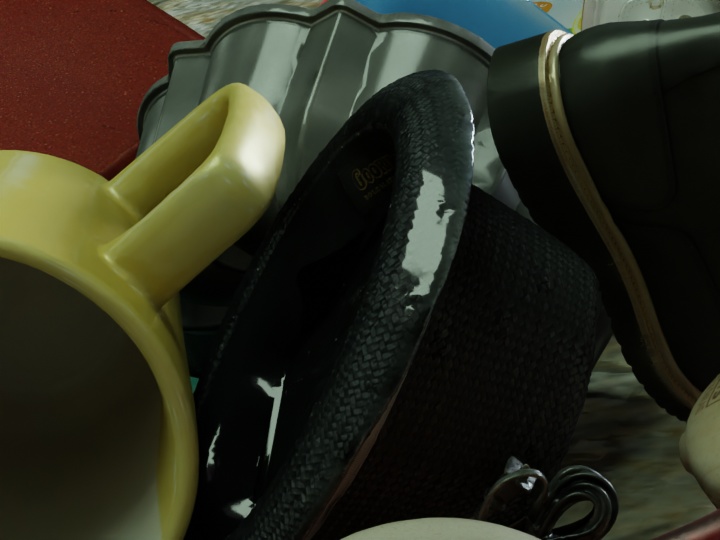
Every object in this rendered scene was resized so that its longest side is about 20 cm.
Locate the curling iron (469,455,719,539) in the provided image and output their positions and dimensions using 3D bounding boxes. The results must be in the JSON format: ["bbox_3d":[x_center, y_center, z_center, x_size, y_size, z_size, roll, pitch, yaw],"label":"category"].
[{"bbox_3d":[0.123,0.060,0.852,0.200,0.050,0.026,-16,10,10],"label":"curling iron"}]

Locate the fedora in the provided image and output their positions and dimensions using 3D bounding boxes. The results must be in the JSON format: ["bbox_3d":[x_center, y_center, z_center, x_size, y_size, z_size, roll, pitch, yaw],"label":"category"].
[{"bbox_3d":[0.013,0.039,0.927,0.201,0.091,0.201,-59,17,30],"label":"fedora"}]

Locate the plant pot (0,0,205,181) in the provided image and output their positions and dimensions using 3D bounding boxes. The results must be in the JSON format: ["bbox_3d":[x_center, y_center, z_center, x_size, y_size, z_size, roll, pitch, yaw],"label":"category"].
[{"bbox_3d":[-0.136,-0.007,1.210,0.176,0.200,0.200,11,37,37],"label":"plant pot"}]

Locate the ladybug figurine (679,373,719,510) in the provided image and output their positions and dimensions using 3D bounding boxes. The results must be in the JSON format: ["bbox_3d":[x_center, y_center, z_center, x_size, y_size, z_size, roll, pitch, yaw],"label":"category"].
[{"bbox_3d":[0.196,0.055,0.916,0.200,0.072,0.136,-6,28,31],"label":"ladybug figurine"}]

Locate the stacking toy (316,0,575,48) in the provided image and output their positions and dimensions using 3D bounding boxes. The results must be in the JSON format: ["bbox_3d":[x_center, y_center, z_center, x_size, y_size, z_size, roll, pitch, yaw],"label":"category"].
[{"bbox_3d":[0.010,-0.074,1.201,0.116,0.110,0.200,-57,13,3],"label":"stacking toy"}]

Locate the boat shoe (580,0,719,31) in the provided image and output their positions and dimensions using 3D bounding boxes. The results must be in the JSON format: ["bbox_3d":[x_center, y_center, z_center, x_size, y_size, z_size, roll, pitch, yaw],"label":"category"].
[{"bbox_3d":[0.125,-0.074,1.161,0.071,0.200,0.069,7,12,-44],"label":"boat shoe"}]

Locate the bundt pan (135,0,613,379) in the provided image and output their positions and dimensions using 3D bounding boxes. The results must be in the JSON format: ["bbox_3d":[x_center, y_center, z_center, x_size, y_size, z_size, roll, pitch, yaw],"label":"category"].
[{"bbox_3d":[0.000,0.000,1.070,0.202,0.202,0.076,-6,43,32],"label":"bundt pan"}]

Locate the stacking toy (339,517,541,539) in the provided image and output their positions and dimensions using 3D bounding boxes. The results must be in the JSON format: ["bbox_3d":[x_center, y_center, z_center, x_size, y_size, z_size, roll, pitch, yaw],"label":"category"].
[{"bbox_3d":[-0.003,0.144,0.866,0.146,0.146,0.200,-28,6,-16],"label":"stacking toy"}]

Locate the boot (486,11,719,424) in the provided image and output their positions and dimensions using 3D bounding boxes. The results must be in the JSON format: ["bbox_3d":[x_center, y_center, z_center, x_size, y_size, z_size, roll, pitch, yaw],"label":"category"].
[{"bbox_3d":[0.146,-0.017,0.964,0.138,0.200,0.078,-15,54,26],"label":"boot"}]

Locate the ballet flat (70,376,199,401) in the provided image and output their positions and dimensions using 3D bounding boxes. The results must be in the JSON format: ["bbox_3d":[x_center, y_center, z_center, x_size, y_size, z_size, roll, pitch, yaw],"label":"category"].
[{"bbox_3d":[-0.134,0.053,1.087,0.200,0.067,0.070,13,28,21],"label":"ballet flat"}]

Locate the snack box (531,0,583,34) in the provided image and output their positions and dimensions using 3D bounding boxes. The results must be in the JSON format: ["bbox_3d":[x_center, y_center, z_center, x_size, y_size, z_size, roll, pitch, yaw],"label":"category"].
[{"bbox_3d":[0.070,-0.086,1.350,0.200,0.068,0.168,-35,26,-32],"label":"snack box"}]

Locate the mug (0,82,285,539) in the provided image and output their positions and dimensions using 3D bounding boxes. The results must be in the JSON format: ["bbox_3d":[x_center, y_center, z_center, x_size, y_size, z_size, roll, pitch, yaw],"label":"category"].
[{"bbox_3d":[-0.104,0.028,0.971,0.186,0.150,0.153,-10,20,6],"label":"mug"}]
